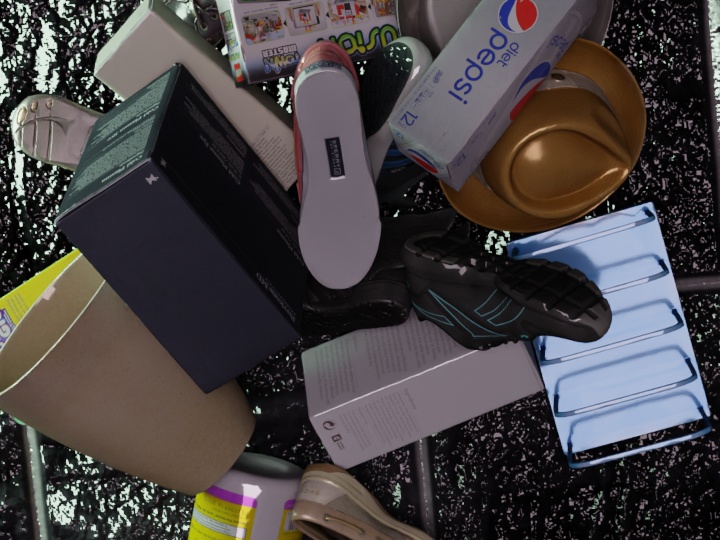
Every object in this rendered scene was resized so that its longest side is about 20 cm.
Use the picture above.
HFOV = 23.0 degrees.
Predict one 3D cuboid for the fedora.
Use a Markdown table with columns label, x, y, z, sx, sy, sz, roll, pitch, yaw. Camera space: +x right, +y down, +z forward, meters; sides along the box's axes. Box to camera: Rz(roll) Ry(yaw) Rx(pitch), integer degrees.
| label | x | y | z | sx | sy | sz | roll | pitch | yaw |
| --- | --- | --- | --- | --- | --- | --- | --- | --- | --- |
| fedora | 0.166 | -0.102 | 1.521 | 0.199 | 0.082 | 0.202 | -9 | 122 | -15 |

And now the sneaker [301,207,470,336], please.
| label | x | y | z | sx | sy | sz | roll | pitch | yaw |
| --- | --- | --- | --- | --- | --- | --- | --- | --- | --- |
| sneaker | -0.002 | -0.002 | 1.598 | 0.198 | 0.060 | 0.105 | -4 | 56 | 34 |

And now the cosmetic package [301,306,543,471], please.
| label | x | y | z | sx | sy | sz | roll | pitch | yaw |
| --- | --- | --- | --- | --- | --- | --- | --- | --- | --- |
| cosmetic package | 0.053 | 0.089 | 1.574 | 0.198 | 0.102 | 0.072 | -23 | 123 | 9 |

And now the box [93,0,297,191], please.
| label | x | y | z | sx | sy | sz | roll | pitch | yaw |
| --- | --- | --- | --- | --- | --- | --- | --- | --- | --- |
| box | -0.135 | -0.146 | 1.565 | 0.200 | 0.068 | 0.082 | 42 | 103 | -18 |

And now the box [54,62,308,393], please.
| label | x | y | z | sx | sy | sz | roll | pitch | yaw |
| --- | --- | --- | --- | --- | --- | --- | --- | --- | --- |
| box | -0.140 | -0.037 | 1.477 | 0.104 | 0.183 | 0.200 | -31 | 113 | 19 |

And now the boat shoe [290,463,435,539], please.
| label | x | y | z | sx | sy | sz | roll | pitch | yaw |
| --- | --- | --- | --- | --- | --- | --- | --- | --- | --- |
| boat shoe | 0.014 | 0.255 | 1.587 | 0.072 | 0.065 | 0.200 | -20 | 126 | 44 |

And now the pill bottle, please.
| label | x | y | z | sx | sy | sz | roll | pitch | yaw |
| --- | --- | --- | --- | --- | --- | --- | --- | --- | --- |
| pill bottle | -0.111 | 0.274 | 1.616 | 0.103 | 0.104 | 0.202 | 12 | 96 | 5 |

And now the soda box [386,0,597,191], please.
| label | x | y | z | sx | sy | sz | roll | pitch | yaw |
| --- | --- | --- | --- | --- | --- | --- | --- | --- | --- |
| soda box | 0.110 | -0.168 | 1.452 | 0.068 | 0.064 | 0.201 | 34 | 80 | 19 |

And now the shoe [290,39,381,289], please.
| label | x | y | z | sx | sy | sz | roll | pitch | yaw |
| --- | --- | --- | --- | --- | --- | --- | --- | --- | --- |
| shoe | -0.021 | -0.092 | 1.504 | 0.071 | 0.091 | 0.202 | -5 | 115 | 2 |

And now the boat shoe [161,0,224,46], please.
| label | x | y | z | sx | sy | sz | roll | pitch | yaw |
| --- | --- | --- | --- | --- | --- | --- | --- | --- | --- |
| boat shoe | -0.129 | -0.249 | 1.588 | 0.199 | 0.065 | 0.072 | -33 | 90 | 8 |

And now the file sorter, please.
| label | x | y | z | sx | sy | sz | roll | pitch | yaw |
| --- | --- | --- | --- | --- | --- | --- | --- | --- | --- |
| file sorter | 0.218 | 0.058 | 1.551 | 0.137 | 0.123 | 0.202 | -16 | 94 | 8 |

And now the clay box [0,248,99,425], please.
| label | x | y | z | sx | sy | sz | roll | pitch | yaw |
| --- | --- | --- | --- | --- | --- | --- | --- | --- | --- |
| clay box | -0.269 | 0.053 | 1.640 | 0.199 | 0.048 | 0.115 | -33 | 92 | 7 |

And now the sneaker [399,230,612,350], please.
| label | x | y | z | sx | sy | sz | roll | pitch | yaw |
| --- | --- | --- | --- | --- | --- | --- | --- | --- | --- |
| sneaker | 0.122 | 0.028 | 1.480 | 0.199 | 0.075 | 0.080 | 21 | 122 | 34 |

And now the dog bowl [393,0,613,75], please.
| label | x | y | z | sx | sy | sz | roll | pitch | yaw |
| --- | --- | --- | --- | --- | --- | --- | --- | --- | --- |
| dog bowl | 0.118 | -0.240 | 1.532 | 0.198 | 0.059 | 0.202 | -5 | 110 | -14 |

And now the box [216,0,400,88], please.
| label | x | y | z | sx | sy | sz | roll | pitch | yaw |
| --- | --- | --- | --- | --- | --- | --- | --- | --- | --- |
| box | -0.026 | -0.233 | 1.545 | 0.198 | 0.035 | 0.111 | -14 | 95 | -24 |

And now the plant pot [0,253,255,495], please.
| label | x | y | z | sx | sy | sz | roll | pitch | yaw |
| --- | --- | --- | --- | --- | --- | --- | --- | --- | --- |
| plant pot | -0.194 | 0.100 | 1.542 | 0.187 | 0.188 | 0.200 | -44 | 108 | 8 |

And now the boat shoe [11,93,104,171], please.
| label | x | y | z | sx | sy | sz | roll | pitch | yaw |
| --- | --- | --- | --- | --- | --- | --- | --- | --- | --- |
| boat shoe | -0.218 | -0.104 | 1.610 | 0.199 | 0.072 | 0.076 | 27 | 90 | 3 |

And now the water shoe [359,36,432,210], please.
| label | x | y | z | sx | sy | sz | roll | pitch | yaw |
| --- | --- | --- | --- | --- | --- | --- | --- | --- | --- |
| water shoe | 0.038 | -0.128 | 1.539 | 0.078 | 0.201 | 0.072 | 1 | 55 | -21 |
